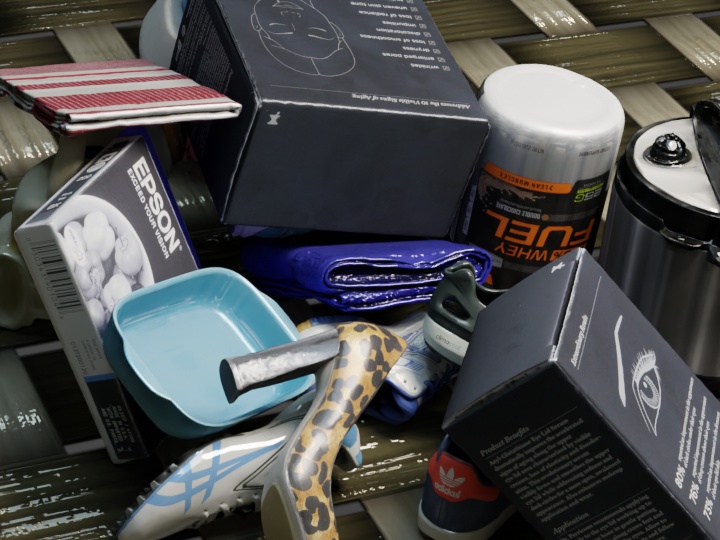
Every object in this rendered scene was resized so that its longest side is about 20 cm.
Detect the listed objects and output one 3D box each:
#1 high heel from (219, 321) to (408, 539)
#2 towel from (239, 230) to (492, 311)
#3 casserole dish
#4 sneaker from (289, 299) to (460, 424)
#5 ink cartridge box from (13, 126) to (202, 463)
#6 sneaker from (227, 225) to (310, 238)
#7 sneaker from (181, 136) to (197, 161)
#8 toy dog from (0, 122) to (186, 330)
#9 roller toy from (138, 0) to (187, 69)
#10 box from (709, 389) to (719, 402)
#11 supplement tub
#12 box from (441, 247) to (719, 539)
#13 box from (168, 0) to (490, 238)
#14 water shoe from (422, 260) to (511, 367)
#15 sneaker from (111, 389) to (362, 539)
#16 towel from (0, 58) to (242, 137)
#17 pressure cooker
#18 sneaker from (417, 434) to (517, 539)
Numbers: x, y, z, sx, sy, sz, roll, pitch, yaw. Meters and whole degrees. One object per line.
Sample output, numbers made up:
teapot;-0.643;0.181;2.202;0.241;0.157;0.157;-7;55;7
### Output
high heel;-0.004;0.136;1.422;0.142;0.071;0.201;-13;78;-26
towel;0.000;0.000;1.647;0.147;0.050;0.200;-4;8;-23
casserole dish;-0.113;0.063;1.482;0.121;0.039;0.200;51;30;11
sneaker;0.040;0.080;1.589;0.199;0.075;0.088;-9;53;-18
ink cartridge box;-0.162;0.007;1.535;0.043;0.199;0.200;-8;25;28
sneaker;-0.068;-0.062;1.722;0.079;0.078;0.200;7;16;-2
sneaker;-0.167;-0.127;1.850;0.095;0.079;0.200;31;41;14
toy dog;-0.218;-0.066;1.643;0.139;0.195;0.201;2;39;14
roller toy;-0.091;-0.203;1.826;0.200;0.140;0.182;52;41;5
box;0.256;0.085;1.635;0.199;0.036;0.143;-7;36;-21
supplement tub;0.137;-0.055;1.669;0.122;0.201;0.123;7;33;-4
box;0.167;0.111;1.429;0.200;0.104;0.148;48;32;-14
box;-0.030;-0.137;1.640;0.199;0.124;0.197;3;37;-24
water shoe;0.148;0.052;1.536;0.199;0.079;0.072;17;15;-4
sneaker;-0.084;0.150;1.455;0.199;0.072;0.073;-25;78;-28
towel;-0.193;-0.134;1.578;0.143;0.023;0.200;-8;18;-25
pressure cooker;0.276;-0.029;1.598;0.178;0.201;0.176;-23;42;-38
sneaker;0.111;0.122;1.511;0.075;0.085;0.200;21;36;20
